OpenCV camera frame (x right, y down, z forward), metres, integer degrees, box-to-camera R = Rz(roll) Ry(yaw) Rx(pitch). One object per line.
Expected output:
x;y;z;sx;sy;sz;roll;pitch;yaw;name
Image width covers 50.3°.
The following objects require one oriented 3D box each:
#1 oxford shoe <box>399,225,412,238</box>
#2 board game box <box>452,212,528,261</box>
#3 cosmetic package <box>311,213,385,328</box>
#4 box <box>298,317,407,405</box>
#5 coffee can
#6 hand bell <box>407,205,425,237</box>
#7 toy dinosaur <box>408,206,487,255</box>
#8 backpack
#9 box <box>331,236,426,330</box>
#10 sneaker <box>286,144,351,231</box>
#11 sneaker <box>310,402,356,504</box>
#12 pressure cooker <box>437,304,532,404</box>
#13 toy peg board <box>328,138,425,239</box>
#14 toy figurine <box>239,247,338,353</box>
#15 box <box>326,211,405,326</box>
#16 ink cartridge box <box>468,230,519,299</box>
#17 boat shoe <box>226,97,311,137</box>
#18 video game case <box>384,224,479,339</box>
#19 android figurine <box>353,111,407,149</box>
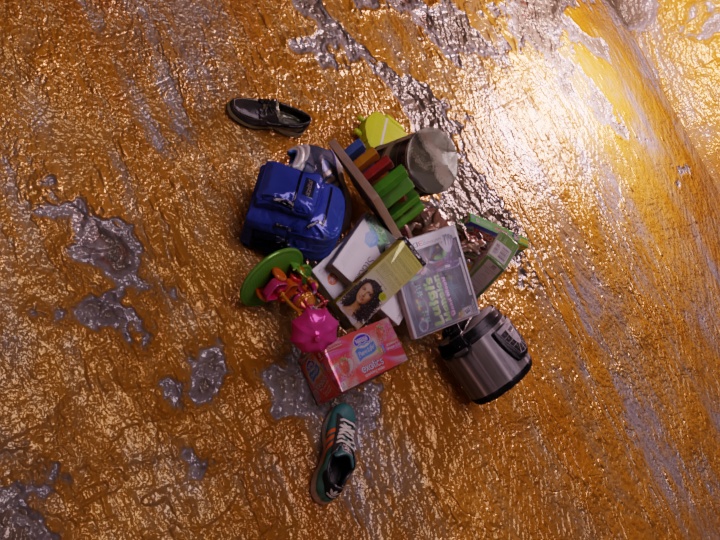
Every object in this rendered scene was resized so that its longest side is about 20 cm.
0.113;-0.017;1.762;0.074;0.069;0.205;-33;117;-51;oxford shoe
0.304;-0.071;1.921;0.196;0.134;0.030;20;55;-29;board game box
0.000;0.000;1.646;0.200;0.051;0.152;-43;98;-24;cosmetic package
-0.013;0.181;1.556;0.197;0.094;0.105;-18;77;-43;box
0.114;-0.239;1.784;0.143;0.199;0.151;2;86;-29;coffee can
0.075;-0.072;1.788;0.198;0.104;0.105;-33;89;-31;hand bell
0.188;-0.095;1.766;0.136;0.085;0.201;-44;105;-22;toy dinosaur
-0.128;-0.115;1.553;0.195;0.168;0.166;18;61;-9;backpack
0.038;0.025;1.555;0.200;0.050;0.076;-44;100;-10;box
-0.105;-0.183;1.693;0.143;0.080;0.205;1;68;-32;sneaker
-0.035;0.341;1.461;0.070;0.080;0.204;30;51;-22;sneaker
0.270;0.177;1.736;0.177;0.176;0.202;-36;90;-14;pressure cooker
0.046;-0.189;1.661;0.201;0.097;0.201;55;0;35;toy peg board
-0.108;0.078;1.473;0.185;0.151;0.199;49;17;22;toy figurine
0.042;-0.002;1.616;0.199;0.036;0.146;42;68;-17;box
0.288;0.009;1.832;0.059;0.201;0.104;37;46;2;ink cartridge box
-0.199;-0.353;1.709;0.197;0.066;0.074;11;61;-35;boat shoe
0.156;0.022;1.639;0.178;0.023;0.205;-17;92;-27;video game case
0.065;-0.314;1.920;0.198;0.041;0.186;30;52;-26;android figurine
